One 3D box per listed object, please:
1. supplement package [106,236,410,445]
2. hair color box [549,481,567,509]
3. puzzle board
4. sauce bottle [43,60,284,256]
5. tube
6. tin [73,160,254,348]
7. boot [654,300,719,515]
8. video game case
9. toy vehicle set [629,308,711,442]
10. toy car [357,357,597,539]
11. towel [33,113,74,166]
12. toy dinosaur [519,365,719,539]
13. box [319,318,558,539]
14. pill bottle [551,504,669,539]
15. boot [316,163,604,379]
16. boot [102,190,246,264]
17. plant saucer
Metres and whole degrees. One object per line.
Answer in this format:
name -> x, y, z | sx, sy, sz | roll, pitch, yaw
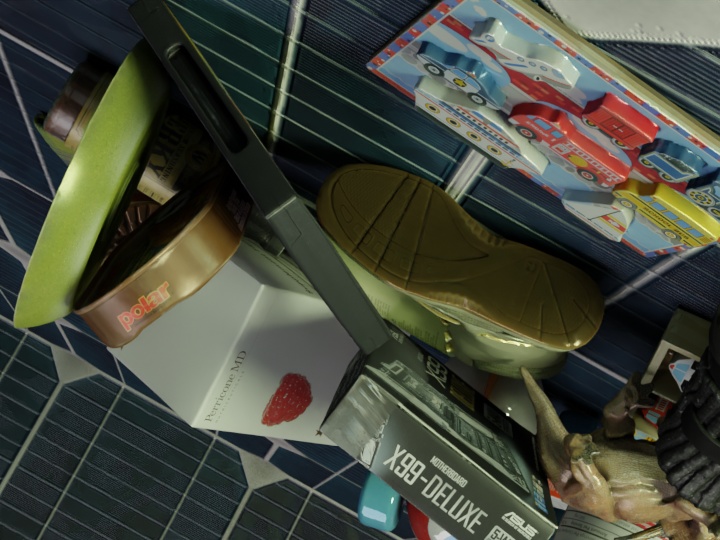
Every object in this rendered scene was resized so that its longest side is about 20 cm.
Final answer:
supplement package -> -0.076, 0.053, 1.003 | 0.119, 0.122, 0.199 | 35, -169, 36
hair color box -> 0.190, 0.206, 1.281 | 0.198, 0.065, 0.111 | 16, 162, 35
puzzle board -> 0.106, -0.066, 0.636 | 0.199, 0.018, 0.150 | 33, 164, -12
sauce bottle -> -0.135, -0.079, 0.942 | 0.198, 0.065, 0.065 | 30, 165, -11
tube -> 0.000, 0.000, 0.991 | 0.198, 0.052, 0.059 | 27, 135, 21
tin -> -0.124, -0.012, 0.824 | 0.042, 0.111, 0.200 | 55, -168, -15
boot -> 0.271, 0.104, 0.699 | 0.210, 0.079, 0.159 | 33, 147, 24
video game case -> -0.059, -0.055, 0.789 | 0.182, 0.025, 0.200 | 55, 180, 30
toy vehicle set -> 0.243, 0.107, 0.855 | 0.123, 0.027, 0.201 | 25, 153, 13
toy car -> 0.100, 0.138, 1.052 | 0.182, 0.179, 0.201 | 14, 149, 12
towel -> -0.203, -0.071, 1.168 | 0.142, 0.023, 0.200 | 19, 161, 36
toy dinosaur -> 0.181, 0.144, 0.846 | 0.198, 0.087, 0.136 | 23, 149, 6
box -> 0.056, 0.115, 0.878 | 0.157, 0.050, 0.200 | 39, -171, 0
pill bottle -> 0.211, 0.211, 0.988 | 0.111, 0.202, 0.112 | 26, 165, 7
boot -> 0.061, 0.009, 0.862 | 0.198, 0.073, 0.155 | 27, 167, 7
boot -> -0.170, -0.037, 1.019 | 0.107, 0.076, 0.199 | 33, -163, 27
plant saucer -> -0.166, -0.050, 0.811 | 0.031, 0.202, 0.200 | 23, 166, -7
